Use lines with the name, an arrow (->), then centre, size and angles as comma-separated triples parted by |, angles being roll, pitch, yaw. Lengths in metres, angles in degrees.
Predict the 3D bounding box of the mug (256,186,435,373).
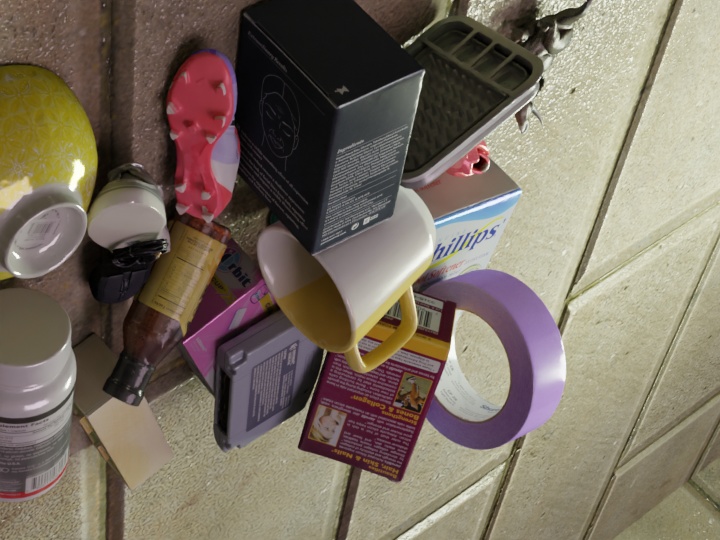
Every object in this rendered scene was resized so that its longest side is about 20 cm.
mug -> -0.005, -0.008, 1.635 | 0.153, 0.149, 0.187 | -37, 156, -27

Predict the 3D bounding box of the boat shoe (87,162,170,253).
boat shoe -> -0.205, -0.060, 1.422 | 0.071, 0.069, 0.200 | -11, 170, 3

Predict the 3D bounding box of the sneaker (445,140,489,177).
sneaker -> 0.105, -0.133, 1.759 | 0.074, 0.086, 0.200 | -58, 175, 12

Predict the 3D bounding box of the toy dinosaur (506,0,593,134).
toy dinosaur -> 0.203, -0.257, 1.816 | 0.201, 0.077, 0.102 | -62, 162, 21

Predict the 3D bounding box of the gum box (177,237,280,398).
gum box -> -0.145, 0.064, 1.739 | 0.113, 0.066, 0.200 | -39, 154, -10

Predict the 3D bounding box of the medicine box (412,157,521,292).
medicine box -> 0.070, -0.033, 1.884 | 0.181, 0.103, 0.201 | -21, 146, -41

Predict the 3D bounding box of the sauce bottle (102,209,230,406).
sauce bottle -> -0.197, 0.036, 1.569 | 0.201, 0.066, 0.066 | -64, 153, 0

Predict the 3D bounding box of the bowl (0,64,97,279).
bowl -> -0.288, -0.057, 1.304 | 0.200, 0.108, 0.201 | -36, 153, -21

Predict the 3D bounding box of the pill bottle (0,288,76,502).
pill bottle -> -0.328, 0.117, 1.490 | 0.113, 0.114, 0.201 | -27, 148, -34

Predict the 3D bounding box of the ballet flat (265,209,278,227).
ballet flat -> -0.023, -0.095, 1.707 | 0.200, 0.069, 0.070 | -41, 154, -12

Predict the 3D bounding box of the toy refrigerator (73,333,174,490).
toy refrigerator -> -0.266, 0.156, 1.684 | 0.070, 0.076, 0.200 | -38, 154, -15

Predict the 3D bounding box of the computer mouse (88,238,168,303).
computer mouse -> -0.215, 0.003, 1.477 | 0.058, 0.034, 0.200 | -6, 172, -20

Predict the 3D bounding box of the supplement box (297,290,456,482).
supplement box -> 0.020, 0.122, 1.807 | 0.103, 0.130, 0.201 | -76, -175, -59

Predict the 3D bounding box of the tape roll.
tape roll -> 0.140, 0.103, 1.836 | 0.065, 0.200, 0.201 | -18, 143, -44

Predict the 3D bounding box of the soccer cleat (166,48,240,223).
soccer cleat -> -0.142, -0.135, 1.480 | 0.077, 0.066, 0.201 | -65, 167, -44

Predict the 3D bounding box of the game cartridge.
game cartridge -> -0.102, 0.115, 1.763 | 0.133, 0.042, 0.201 | -34, 154, -28

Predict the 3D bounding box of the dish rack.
dish rack -> 0.078, -0.168, 1.617 | 0.200, 0.171, 0.044 | -39, 135, -12

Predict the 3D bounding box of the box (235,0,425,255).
box -> -0.038, -0.145, 1.499 | 0.107, 0.149, 0.201 | -26, 149, -28
